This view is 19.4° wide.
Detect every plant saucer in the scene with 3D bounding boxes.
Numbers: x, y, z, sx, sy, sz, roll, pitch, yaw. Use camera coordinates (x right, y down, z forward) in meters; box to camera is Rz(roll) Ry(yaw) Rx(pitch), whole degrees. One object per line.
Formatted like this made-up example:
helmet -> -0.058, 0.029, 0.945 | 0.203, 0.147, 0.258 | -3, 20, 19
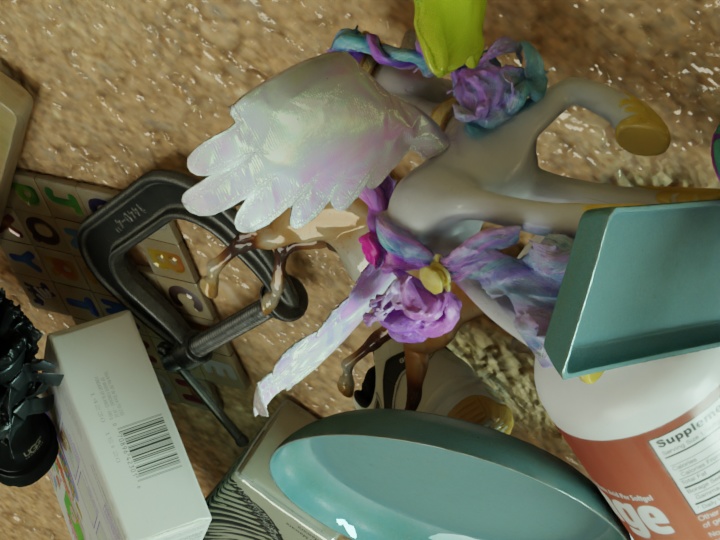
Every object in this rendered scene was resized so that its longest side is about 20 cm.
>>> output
plant saucer -> 0.050, 0.119, 1.106 | 0.199, 0.028, 0.200 | 15, 156, 7
plant saucer -> 0.135, 0.001, 0.876 | 0.019, 0.199, 0.070 | 23, 106, 30

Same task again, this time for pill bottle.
pill bottle -> 0.153, 0.064, 1.017 | 0.112, 0.112, 0.200 | -4, 132, 45

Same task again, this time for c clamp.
c clamp -> -0.091, 0.016, 1.253 | 0.171, 0.027, 0.200 | 44, 149, -5

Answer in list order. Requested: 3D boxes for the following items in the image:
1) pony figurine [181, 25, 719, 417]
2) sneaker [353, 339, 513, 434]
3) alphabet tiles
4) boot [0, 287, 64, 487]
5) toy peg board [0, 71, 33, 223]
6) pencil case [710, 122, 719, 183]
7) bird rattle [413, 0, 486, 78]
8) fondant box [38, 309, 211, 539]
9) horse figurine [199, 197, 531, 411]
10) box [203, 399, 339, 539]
pony figurine -> 0.033, -0.028, 0.913 | 0.199, 0.193, 0.167 | 24, 141, 27
sneaker -> 0.036, 0.094, 1.222 | 0.088, 0.075, 0.200 | 51, 157, 19
alphabet tiles -> -0.158, 0.015, 1.337 | 0.166, 0.008, 0.201 | 12, 141, 31
boot -> -0.268, 0.046, 1.297 | 0.198, 0.073, 0.163 | 32, 155, 18
toy peg board -> -0.317, -0.080, 1.264 | 0.199, 0.098, 0.199 | 36, 148, 3
pencil case -> 0.232, -0.053, 0.810 | 0.199, 0.092, 0.085 | -21, 109, 51
bird rattle -> 0.000, -0.176, 0.859 | 0.200, 0.113, 0.163 | 51, 161, -20
fondant box -> -0.158, 0.130, 1.355 | 0.200, 0.058, 0.145 | 118, 131, -64
horse figurine -> 0.000, 0.000, 1.108 | 0.200, 0.050, 0.133 | 42, 118, 5
box -> -0.063, 0.165, 1.391 | 0.082, 0.069, 0.200 | 35, 148, 0
